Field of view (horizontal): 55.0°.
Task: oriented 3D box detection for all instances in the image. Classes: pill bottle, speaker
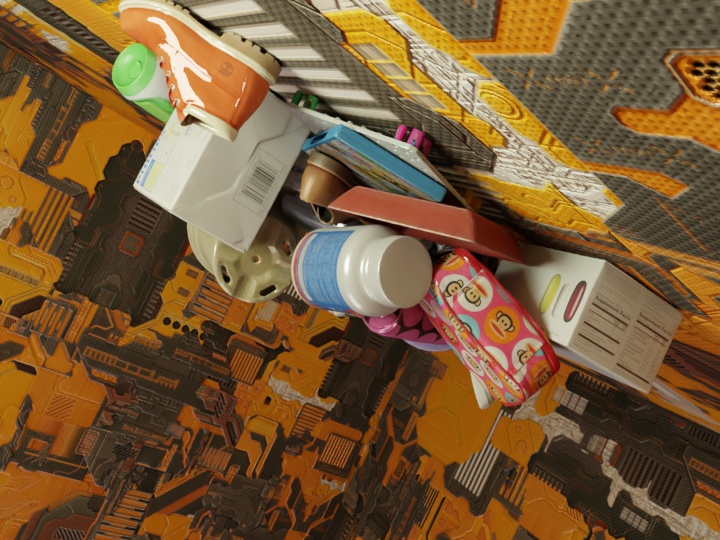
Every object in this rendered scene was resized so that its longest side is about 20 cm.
[{"bbox_3d":[0.000,0.000,0.882,0.111,0.115,0.198,28,167,-29],"label":"pill bottle"},{"bbox_3d":[-0.292,-0.270,1.090,0.087,0.090,0.199,26,177,32],"label":"speaker"}]

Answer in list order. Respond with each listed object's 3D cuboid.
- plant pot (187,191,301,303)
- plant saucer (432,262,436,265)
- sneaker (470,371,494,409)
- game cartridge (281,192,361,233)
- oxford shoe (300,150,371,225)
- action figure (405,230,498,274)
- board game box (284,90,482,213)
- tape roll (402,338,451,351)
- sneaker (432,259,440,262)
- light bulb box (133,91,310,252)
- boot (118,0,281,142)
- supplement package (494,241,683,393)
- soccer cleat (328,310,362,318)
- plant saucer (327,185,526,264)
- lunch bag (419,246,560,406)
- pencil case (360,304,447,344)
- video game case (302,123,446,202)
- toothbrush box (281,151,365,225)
[{"bbox_3d":[-0.174,-0.045,1.104,0.198,0.203,0.184,28,-170,-23],"label":"plant pot"},{"bbox_3d":[0.077,0.010,1.097,0.194,0.028,0.200,8,169,2],"label":"plant saucer"},{"bbox_3d":[0.220,0.103,1.028,0.115,0.206,0.074,-1,159,13],"label":"sneaker"},{"bbox_3d":[-0.035,-0.059,1.094,0.131,0.041,0.200,21,173,20],"label":"game cartridge"},{"bbox_3d":[-0.026,-0.090,0.924,0.070,0.073,0.199,25,178,30],"label":"oxford shoe"},{"bbox_3d":[0.133,-0.038,1.054,0.128,0.071,0.198,7,174,39],"label":"action figure"},{"bbox_3d":[0.032,-0.137,0.825,0.197,0.026,0.199,27,177,34],"label":"board game box"},{"bbox_3d":[0.137,0.040,1.226,0.196,0.204,0.085,27,179,14],"label":"tape roll"},{"bbox_3d":[0.116,-0.034,1.316,0.196,0.093,0.076,26,177,14],"label":"sneaker"},{"bbox_3d":[-0.196,-0.157,0.962,0.124,0.202,0.199,31,177,-34],"label":"light bulb box"},{"bbox_3d":[-0.193,-0.219,0.748,0.197,0.109,0.075,29,180,11],"label":"boot"},{"bbox_3d":[0.283,0.054,0.915,0.153,0.113,0.199,28,178,-24],"label":"supplement package"},{"bbox_3d":[-0.019,0.044,1.089,0.083,0.071,0.200,-7,173,5],"label":"soccer cleat"},{"bbox_3d":[0.090,-0.057,0.848,0.196,0.038,0.198,15,-179,31],"label":"plant saucer"},{"bbox_3d":[0.154,0.080,0.892,0.201,0.081,0.177,51,168,10],"label":"lunch bag"},{"bbox_3d":[0.080,0.056,1.026,0.093,0.092,0.198,41,-168,36],"label":"pencil case"},{"bbox_3d":[0.009,-0.124,0.838,0.141,0.018,0.200,30,178,-16],"label":"video game case"},{"bbox_3d":[-0.034,-0.127,1.109,0.198,0.088,0.144,29,177,-39],"label":"toothbrush box"}]
